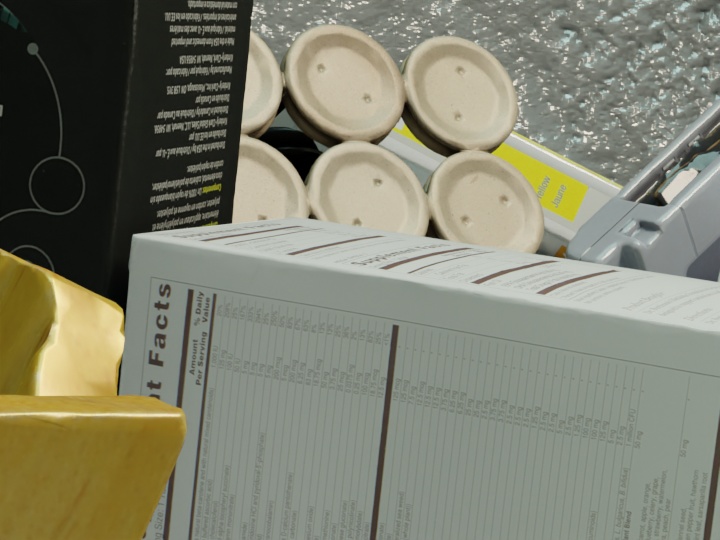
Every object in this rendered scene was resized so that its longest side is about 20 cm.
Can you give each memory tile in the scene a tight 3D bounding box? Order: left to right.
[{"bbox_3d":[0.005,0.001,0.960,0.153,0.200,0.017,1,-25,-27],"label":"memory tile"}]

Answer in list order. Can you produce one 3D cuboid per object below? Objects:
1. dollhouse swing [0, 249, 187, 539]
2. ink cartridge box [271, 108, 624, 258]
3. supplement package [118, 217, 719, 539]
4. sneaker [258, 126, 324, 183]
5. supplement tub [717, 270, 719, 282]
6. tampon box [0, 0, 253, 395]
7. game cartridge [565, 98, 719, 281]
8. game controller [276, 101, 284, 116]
[{"bbox_3d":[-0.170,0.044,0.419,0.176,0.182,0.200,27,-4,-28],"label":"dollhouse swing"},{"bbox_3d":[0.003,-0.027,1.172,0.200,0.047,0.198,29,-23,-2],"label":"ink cartridge box"},{"bbox_3d":[0.038,0.052,0.782,0.200,0.114,0.110,10,8,24],"label":"supplement package"},{"bbox_3d":[0.000,0.000,1.033,0.200,0.076,0.115,3,-25,-16],"label":"sneaker"},{"bbox_3d":[0.224,0.048,0.916,0.200,0.140,0.140,9,6,14],"label":"supplement tub"},{"bbox_3d":[-0.128,-0.018,0.845,0.150,0.200,0.126,7,6,14],"label":"tampon box"},{"bbox_3d":[0.164,-0.007,1.033,0.042,0.133,0.200,17,46,42],"label":"game cartridge"},{"bbox_3d":[-0.116,-0.021,1.054,0.200,0.042,0.104,-35,-16,19],"label":"game controller"}]
